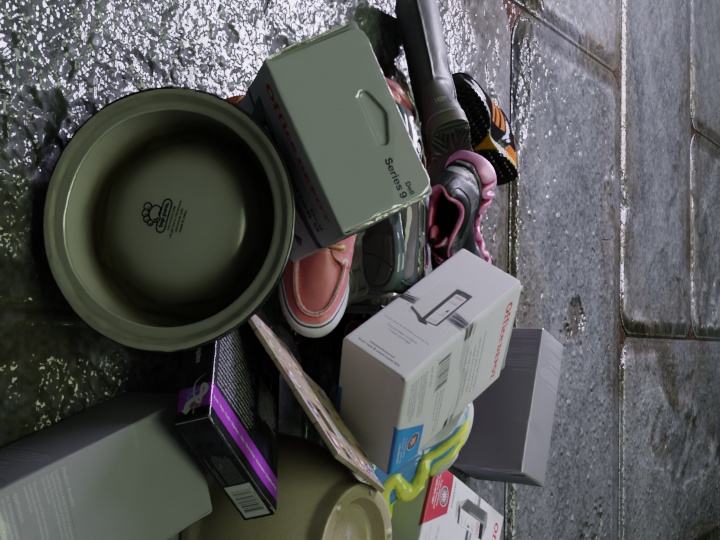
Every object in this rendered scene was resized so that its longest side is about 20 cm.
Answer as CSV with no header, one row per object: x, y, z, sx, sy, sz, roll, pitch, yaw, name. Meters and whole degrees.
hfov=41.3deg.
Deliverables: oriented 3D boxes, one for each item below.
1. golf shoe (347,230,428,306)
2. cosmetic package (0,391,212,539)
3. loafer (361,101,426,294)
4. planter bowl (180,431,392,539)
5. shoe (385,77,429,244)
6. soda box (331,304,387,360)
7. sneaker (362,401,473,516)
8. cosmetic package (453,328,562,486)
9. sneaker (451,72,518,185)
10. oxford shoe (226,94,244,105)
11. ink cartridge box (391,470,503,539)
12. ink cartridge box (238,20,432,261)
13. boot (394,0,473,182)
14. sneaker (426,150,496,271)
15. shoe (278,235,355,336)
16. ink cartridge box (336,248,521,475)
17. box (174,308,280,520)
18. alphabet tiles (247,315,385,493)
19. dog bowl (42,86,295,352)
0.000,0.000,1.035,0.199,0.091,0.076,-31,115,-50,golf shoe
-0.212,0.173,0.725,0.199,0.089,0.108,-21,106,-57,cosmetic package
0.040,-0.074,1.011,0.062,0.071,0.203,10,79,-41,loafer
-0.055,0.256,0.908,0.199,0.134,0.203,4,86,-55,planter bowl
0.047,-0.125,1.124,0.201,0.071,0.092,63,34,-40,shoe
0.051,0.075,1.122,0.199,0.070,0.064,6,85,-56,soda box
0.038,0.196,1.051,0.200,0.076,0.105,-50,121,-9,sneaker
0.203,0.184,1.301,0.090,0.106,0.202,34,63,-50,cosmetic package
0.160,-0.208,1.308,0.200,0.069,0.091,52,34,-42,sneaker
-0.095,-0.069,0.911,0.071,0.072,0.203,-6,93,-55,oxford shoe
0.089,0.331,1.160,0.200,0.082,0.148,44,53,-45,ink cartridge box
-0.033,-0.098,0.793,0.083,0.200,0.147,-26,91,-16,ink cartridge box
0.084,-0.222,1.169,0.182,0.072,0.202,93,-19,-63,boot
0.102,-0.031,1.091,0.095,0.078,0.202,-42,137,-47,sneaker
-0.037,-0.042,0.942,0.091,0.071,0.202,105,-7,-60,shoe
0.071,0.092,0.999,0.199,0.084,0.147,-35,144,-38,ink cartridge box
-0.110,0.092,0.834,0.201,0.036,0.144,-92,164,-46,box
-0.039,0.123,0.877,0.008,0.168,0.200,-36,153,-2,alphabet tiles
-0.141,-0.037,0.751,0.074,0.197,0.203,32,59,-82,dog bowl
